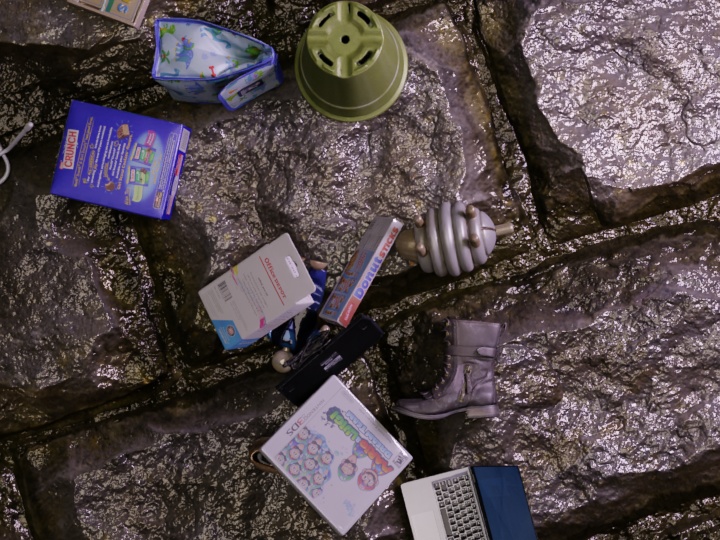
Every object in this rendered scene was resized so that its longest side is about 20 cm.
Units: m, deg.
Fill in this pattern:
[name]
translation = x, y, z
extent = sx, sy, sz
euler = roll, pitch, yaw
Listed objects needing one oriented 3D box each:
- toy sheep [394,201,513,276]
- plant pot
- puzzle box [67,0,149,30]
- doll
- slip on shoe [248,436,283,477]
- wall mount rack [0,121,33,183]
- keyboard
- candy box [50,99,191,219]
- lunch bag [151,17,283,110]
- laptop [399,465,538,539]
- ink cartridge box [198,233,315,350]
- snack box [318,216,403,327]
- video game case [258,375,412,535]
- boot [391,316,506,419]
[toy sheep]
translation = 0.155, -0.054, 1.706
extent = 0.199, 0.138, 0.138
euler = -5, 88, 11
[plant pot]
translation = -0.020, -0.362, 1.694
extent = 0.200, 0.190, 0.201
euler = 0, 88, 2
[puzzle box]
translation = -0.418, -0.538, 1.798
extent = 0.133, 0.025, 0.200
euler = 20, 89, 2
[doll]
translation = -0.117, 0.076, 1.757
extent = 0.136, 0.048, 0.200
euler = 12, 93, 3
[slip on shoe]
translation = -0.093, 0.324, 1.742
extent = 0.200, 0.061, 0.076
euler = 12, 89, 3
[wall mount rack]
translation = -0.659, -0.254, 1.776
extent = 0.174, 0.075, 0.200
euler = -31, 88, 1
[keyboard]
translation = -0.062, 0.140, 1.746
extent = 0.200, 0.104, 0.040
euler = -40, 46, 0
[candy box]
translation = -0.412, -0.189, 1.763
extent = 0.200, 0.077, 0.170
euler = 14, 90, 2
[lunch bag]
translation = -0.233, -0.342, 1.713
extent = 0.199, 0.170, 0.128
euler = 1, 88, 1
[laptop]
translation = 0.183, 0.430, 1.700
extent = 0.200, 0.116, 0.188
euler = -14, 87, 2
[ink cartridge box]
translation = -0.159, 0.035, 1.711
extent = 0.200, 0.068, 0.115
euler = -33, 76, 21
[snack box]
translation = 0.000, 0.000, 1.727
extent = 0.024, 0.072, 0.200
euler = 34, 80, -28
[video game case]
translation = -0.039, 0.308, 1.719
extent = 0.200, 0.024, 0.182
euler = 47, 67, -2
[boot]
translation = 0.151, 0.165, 1.742
extent = 0.199, 0.069, 0.175
euler = -1, 83, -2
